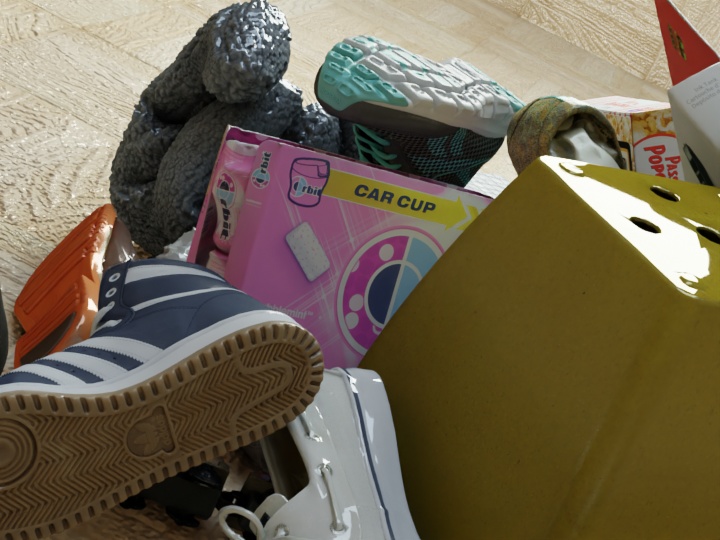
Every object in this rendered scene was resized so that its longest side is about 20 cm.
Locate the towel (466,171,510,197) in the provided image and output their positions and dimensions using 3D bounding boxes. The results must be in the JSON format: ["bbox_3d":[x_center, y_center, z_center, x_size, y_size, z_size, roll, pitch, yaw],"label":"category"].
[{"bbox_3d":[0.065,-0.025,1.254,0.200,0.086,0.166,10,22,-37],"label":"towel"}]

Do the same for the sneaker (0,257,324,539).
[{"bbox_3d":[-0.127,0.053,0.720,0.200,0.070,0.108,-18,27,-21],"label":"sneaker"}]

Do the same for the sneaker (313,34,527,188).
[{"bbox_3d":[0.029,-0.077,0.936,0.078,0.091,0.200,39,17,26],"label":"sneaker"}]

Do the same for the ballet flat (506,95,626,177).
[{"bbox_3d":[0.144,-0.008,0.922,0.200,0.071,0.071,67,20,-4],"label":"ballet flat"}]

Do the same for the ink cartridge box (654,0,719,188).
[{"bbox_3d":[0.212,-0.048,0.946,0.174,0.044,0.200,59,-3,41],"label":"ink cartridge box"}]

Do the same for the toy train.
[{"bbox_3d":[-0.037,0.118,0.785,0.200,0.034,0.046,21,15,-16],"label":"toy train"}]

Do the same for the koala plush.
[{"bbox_3d":[-0.062,-0.020,0.986,0.177,0.184,0.200,33,28,-40],"label":"koala plush"}]

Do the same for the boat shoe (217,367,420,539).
[{"bbox_3d":[-0.022,0.120,0.707,0.086,0.075,0.202,5,46,-19],"label":"boat shoe"}]

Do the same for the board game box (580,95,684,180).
[{"bbox_3d":[0.211,-0.029,1.233,0.046,0.200,0.152,-9,11,-9],"label":"board game box"}]

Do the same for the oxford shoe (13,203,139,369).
[{"bbox_3d":[-0.140,0.026,0.876,0.073,0.071,0.200,42,16,-21],"label":"oxford shoe"}]

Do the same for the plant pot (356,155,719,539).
[{"bbox_3d":[0.134,0.057,0.784,0.200,0.176,0.200,8,26,-31],"label":"plant pot"}]

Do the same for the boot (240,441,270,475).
[{"bbox_3d":[0.026,0.093,0.915,0.200,0.064,0.186,19,16,-6],"label":"boot"}]

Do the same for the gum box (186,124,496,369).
[{"bbox_3d":[0.000,0.000,0.869,0.200,0.114,0.066,12,6,-35],"label":"gum box"}]

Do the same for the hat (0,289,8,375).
[{"bbox_3d":[-0.250,0.011,0.689,0.081,0.201,0.201,-11,-6,35],"label":"hat"}]
